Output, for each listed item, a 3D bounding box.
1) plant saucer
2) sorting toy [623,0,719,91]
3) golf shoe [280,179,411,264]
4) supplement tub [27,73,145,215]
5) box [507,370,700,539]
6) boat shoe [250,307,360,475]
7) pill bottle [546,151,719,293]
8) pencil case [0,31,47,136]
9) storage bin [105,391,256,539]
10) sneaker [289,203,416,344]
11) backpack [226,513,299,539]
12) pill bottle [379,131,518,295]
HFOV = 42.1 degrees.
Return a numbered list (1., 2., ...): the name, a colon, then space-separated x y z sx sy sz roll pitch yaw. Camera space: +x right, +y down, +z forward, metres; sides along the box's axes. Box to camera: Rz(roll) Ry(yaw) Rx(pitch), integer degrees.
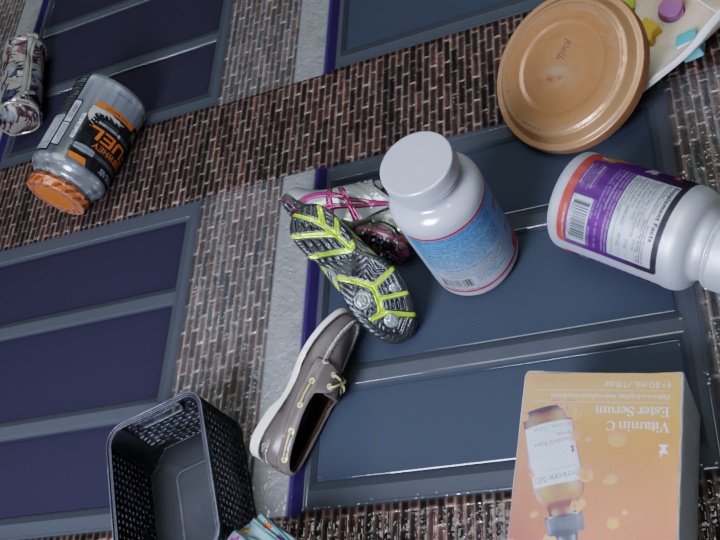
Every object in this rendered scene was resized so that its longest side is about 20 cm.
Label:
1. plant saucer: 0.250 -0.243 1.132 0.199 0.032 0.202 -8 77 39
2. sorting toy: 0.336 -0.293 1.132 0.180 0.107 0.200 -47 55 8
3. golf shoe: -0.008 -0.076 1.198 0.199 0.073 0.092 19 67 26
4. supplement tub: -0.431 -0.196 1.469 0.122 0.123 0.201 10 67 33
5. box: 0.228 0.205 0.865 0.151 0.106 0.201 -4 59 27
6. boat shoe: -0.051 0.140 1.085 0.059 0.072 0.201 26 79 31
7. pill bottle: 0.306 -0.046 0.977 0.199 0.111 0.112 26 75 37
8. pencil case: -0.605 -0.338 1.680 0.089 0.078 0.201 -40 45 34
9. storage bin: -0.205 0.260 1.077 0.135 0.094 0.201 -26 51 12
10. sneaker: 0.000 0.000 1.117 0.075 0.076 0.200 -39 83 8
11. backpack: -0.071 0.339 0.928 0.126 0.167 0.199 -40 44 -26
12. pill bottle: 0.098 -0.063 1.044 0.108 0.200 0.109 -13 56 20
